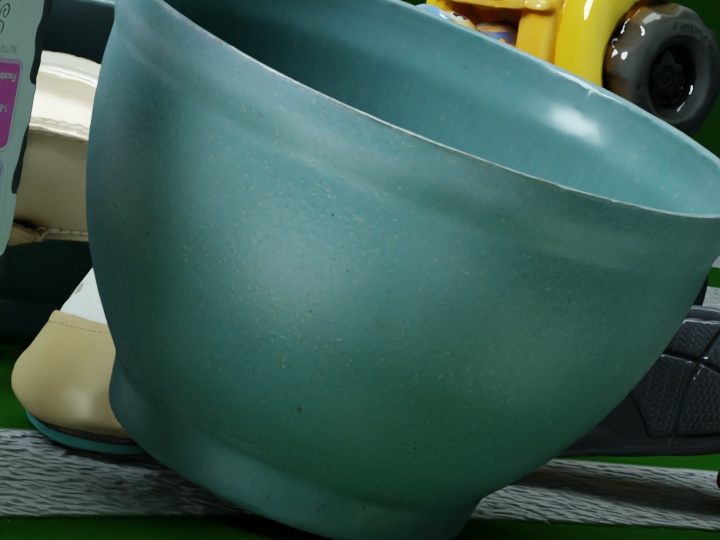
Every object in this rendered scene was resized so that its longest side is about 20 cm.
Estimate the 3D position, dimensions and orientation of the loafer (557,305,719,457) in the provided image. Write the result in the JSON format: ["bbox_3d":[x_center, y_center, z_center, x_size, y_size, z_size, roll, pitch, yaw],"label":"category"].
[{"bbox_3d":[0.050,0.041,1.002,0.200,0.072,0.063,6,-13,-8],"label":"loafer"}]

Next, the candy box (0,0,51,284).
[{"bbox_3d":[-0.175,-0.048,0.743,0.168,0.200,0.072,13,7,26],"label":"candy box"}]

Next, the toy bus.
[{"bbox_3d":[0.034,-0.041,1.131,0.192,0.200,0.136,-4,13,-38],"label":"toy bus"}]

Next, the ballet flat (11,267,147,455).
[{"bbox_3d":[-0.078,0.017,0.963,0.069,0.063,0.200,11,6,2],"label":"ballet flat"}]

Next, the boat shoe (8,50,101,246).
[{"bbox_3d":[-0.142,-0.034,0.951,0.200,0.074,0.069,10,45,22],"label":"boat shoe"}]

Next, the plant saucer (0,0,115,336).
[{"bbox_3d":[-0.105,-0.038,1.014,0.070,0.019,0.200,9,-39,-16],"label":"plant saucer"}]

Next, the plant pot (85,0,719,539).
[{"bbox_3d":[0.000,0.000,0.840,0.200,0.134,0.200,21,15,-6],"label":"plant pot"}]

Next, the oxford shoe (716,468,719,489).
[{"bbox_3d":[0.190,0.080,0.953,0.073,0.071,0.200,44,-12,-17],"label":"oxford shoe"}]
